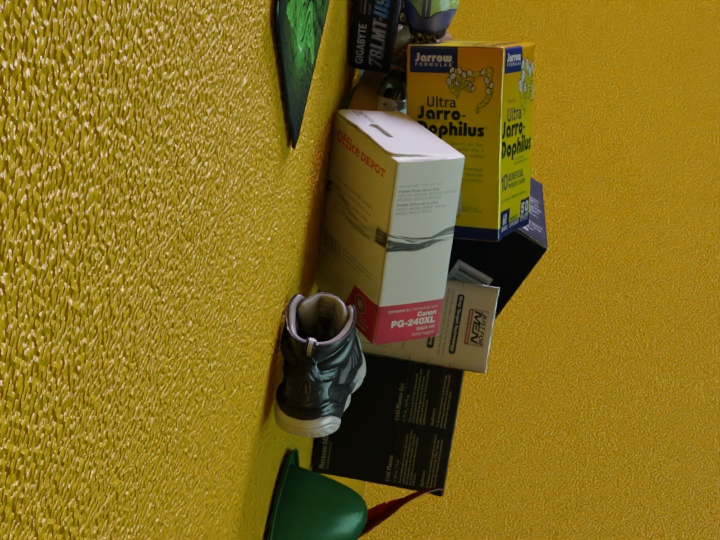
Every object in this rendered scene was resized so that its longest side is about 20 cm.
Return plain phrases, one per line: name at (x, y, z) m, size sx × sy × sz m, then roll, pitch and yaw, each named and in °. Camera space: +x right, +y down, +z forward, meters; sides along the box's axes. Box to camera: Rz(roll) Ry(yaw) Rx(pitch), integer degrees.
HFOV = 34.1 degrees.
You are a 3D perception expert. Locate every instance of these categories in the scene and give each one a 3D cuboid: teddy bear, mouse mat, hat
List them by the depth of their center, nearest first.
mouse mat at (-0.041, -0.203, 0.885) m, size 0.200 × 0.007 × 0.162 m, roll 86°, pitch 14°, yaw -68°
hat at (-0.003, 0.283, 1.272) m, size 0.166 × 0.175 × 0.201 m, roll 93°, pitch 8°, yaw -56°
teddy bear at (0.072, -0.249, 1.356) m, size 0.200 × 0.067 × 0.145 m, roll 8°, pitch 49°, yaw -59°

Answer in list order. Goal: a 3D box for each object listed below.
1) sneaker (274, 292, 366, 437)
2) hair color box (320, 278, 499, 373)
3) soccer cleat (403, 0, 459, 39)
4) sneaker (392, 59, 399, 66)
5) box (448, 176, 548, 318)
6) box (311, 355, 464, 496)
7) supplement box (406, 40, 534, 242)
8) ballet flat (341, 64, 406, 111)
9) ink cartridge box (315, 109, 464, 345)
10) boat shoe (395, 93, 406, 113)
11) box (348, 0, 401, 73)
sneaker at (-0.031, 0.066, 1.116) m, size 0.200 × 0.075 × 0.114 m, roll -70°, pitch 169°, yaw -66°
hair color box at (0.051, 0.052, 1.334) m, size 0.061 × 0.199 × 0.100 m, roll 45°, pitch 55°, yaw -85°
soccer cleat at (0.088, -0.337, 1.280) m, size 0.084 × 0.064 × 0.201 m, roll 94°, pitch 6°, yaw -48°
sneaker at (0.059, -0.310, 1.597) m, size 0.200 × 0.075 × 0.079 m, roll -133°, pitch -137°, yaw -86°
box at (0.129, -0.024, 1.464) m, size 0.200 × 0.124 × 0.197 m, roll -56°, pitch -170°, yaw 26°
box at (0.040, 0.179, 1.577) m, size 0.104 × 0.181 × 0.201 m, roll -69°, pitch 169°, yaw -69°
supplement box at (0.117, -0.141, 1.252) m, size 0.109 × 0.109 × 0.201 m, roll -27°, pitch 119°, yaw -61°
ballet flat at (0.018, -0.185, 1.299) m, size 0.200 × 0.063 × 0.069 m, roll -74°, pitch 171°, yaw -55°
ink cartridge box at (0.027, -0.048, 1.193) m, size 0.145 × 0.083 × 0.201 m, roll 45°, pitch -46°, yaw 53°
boat shoe at (0.043, -0.162, 1.388) m, size 0.066 × 0.070 × 0.200 m, roll 50°, pitch 39°, yaw -23°
box at (0.030, -0.342, 1.202) m, size 0.200 × 0.049 × 0.199 m, roll 96°, pitch 3°, yaw -59°
